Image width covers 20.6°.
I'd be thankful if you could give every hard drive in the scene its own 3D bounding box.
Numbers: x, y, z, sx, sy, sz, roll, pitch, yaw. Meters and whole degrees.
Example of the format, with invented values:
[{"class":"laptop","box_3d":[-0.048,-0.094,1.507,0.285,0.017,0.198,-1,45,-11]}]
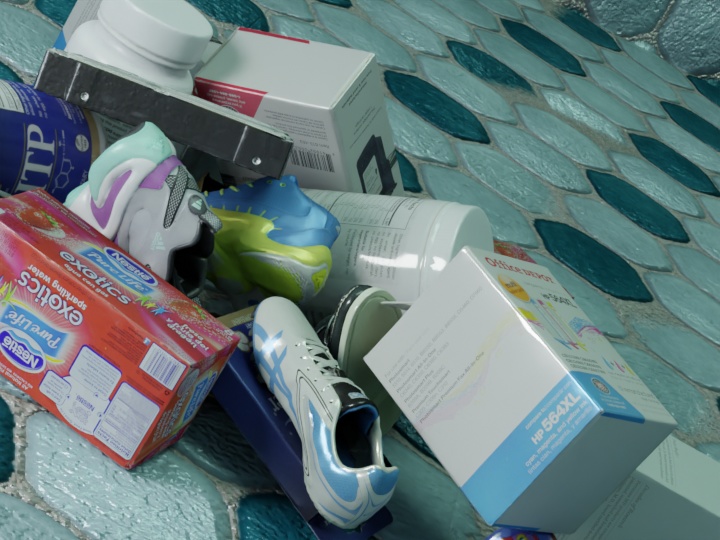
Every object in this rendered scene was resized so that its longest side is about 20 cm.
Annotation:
[{"class":"hard drive","box_3d":[-0.151,-0.124,1.549,0.200,0.038,0.140,20,4,-4]}]

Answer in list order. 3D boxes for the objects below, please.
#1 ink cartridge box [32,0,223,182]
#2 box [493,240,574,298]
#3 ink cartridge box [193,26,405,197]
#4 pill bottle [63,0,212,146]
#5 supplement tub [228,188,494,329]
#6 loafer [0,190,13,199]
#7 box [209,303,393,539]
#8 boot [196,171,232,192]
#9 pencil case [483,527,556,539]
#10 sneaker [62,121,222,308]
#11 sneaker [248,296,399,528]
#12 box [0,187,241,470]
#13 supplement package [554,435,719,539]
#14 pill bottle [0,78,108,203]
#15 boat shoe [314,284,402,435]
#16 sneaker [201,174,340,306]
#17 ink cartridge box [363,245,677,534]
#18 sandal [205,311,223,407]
[{"class":"ink cartridge box","box_3d":[-0.197,-0.169,1.865,0.200,0.145,0.084,43,22,28]},{"class":"box","box_3d":[0.095,0.033,1.886,0.200,0.103,0.095,5,32,-49]},{"class":"ink cartridge box","box_3d":[-0.049,-0.104,1.764,0.145,0.200,0.084,15,49,27]},{"class":"pill bottle","box_3d":[-0.214,-0.143,1.699,0.113,0.200,0.113,28,21,-11]},{"class":"supplement tub","box_3d":[0.000,0.000,1.672,0.200,0.132,0.132,7,12,21]},{"class":"loafer","box_3d":[-0.341,-0.032,1.474,0.200,0.072,0.063,10,48,-31]},{"class":"box","box_3d":[-0.047,0.117,1.505,0.200,0.032,0.121,54,24,8]},{"class":"boot","box_3d":[-0.156,-0.029,1.703,0.074,0.075,0.200,34,23,-8]},{"class":"pencil case","box_3d":[0.153,0.272,1.446,0.078,0.087,0.200,-24,43,-14]},{"class":"sneaker","box_3d":[-0.171,-0.010,1.510,0.140,0.200,0.078,50,53,0]},{"class":"sneaker","box_3d":[-0.024,0.094,1.450,0.072,0.072,0.200,19,36,-46]},{"class":"box","box_3d":[-0.202,0.039,1.436,0.200,0.100,0.095,35,20,11]},{"class":"supplement package","box_3d":[0.250,0.214,1.661,0.200,0.117,0.117,29,19,-5]},{"class":"pill bottle","box_3d":[-0.310,-0.096,1.568,0.200,0.120,0.120,7,31,-48]},{"class":"boat shoe","box_3d":[-0.007,0.064,1.588,0.066,0.075,0.199,37,-18,25]},{"class":"sneaker","box_3d":[-0.106,-0.036,1.611,0.200,0.076,0.105,19,49,19]},{"class":"ink cartridge box","box_3d":[0.112,0.082,1.493,0.128,0.125,0.200,14,33,-54]},{"class":"sandal","box_3d":[-0.130,0.056,1.569,0.200,0.055,0.082,27,21,-13]}]
